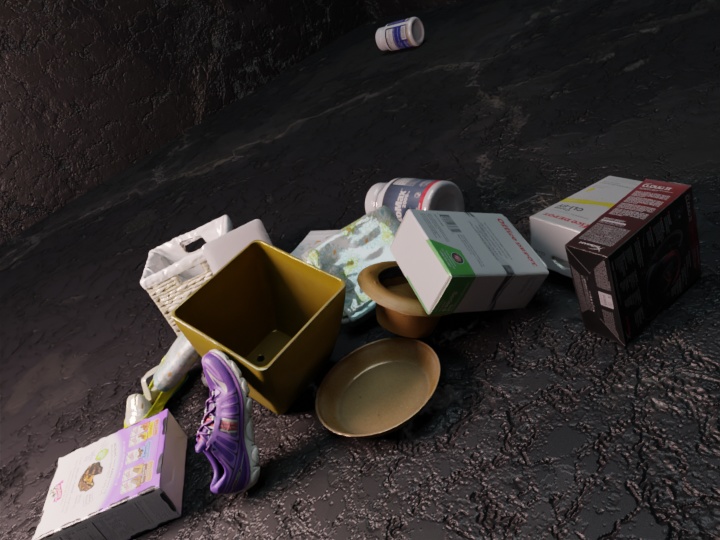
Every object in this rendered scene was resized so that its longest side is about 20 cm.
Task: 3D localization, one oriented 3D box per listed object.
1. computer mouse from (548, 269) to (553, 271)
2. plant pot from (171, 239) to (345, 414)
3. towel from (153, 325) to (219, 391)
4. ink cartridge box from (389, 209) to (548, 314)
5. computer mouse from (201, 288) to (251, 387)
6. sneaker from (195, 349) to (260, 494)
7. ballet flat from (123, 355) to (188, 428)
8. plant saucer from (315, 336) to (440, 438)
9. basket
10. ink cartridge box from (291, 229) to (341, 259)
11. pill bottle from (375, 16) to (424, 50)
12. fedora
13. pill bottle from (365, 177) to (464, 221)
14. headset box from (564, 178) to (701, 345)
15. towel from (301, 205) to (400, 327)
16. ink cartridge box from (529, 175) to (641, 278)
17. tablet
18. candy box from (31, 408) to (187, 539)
[{"bbox_3d":[0.237,-0.010,1.075,0.197,0.058,0.035,9,82,39],"label":"computer mouse"},{"bbox_3d":[-0.147,0.106,0.994,0.198,0.179,0.200,24,50,28],"label":"plant pot"},{"bbox_3d":[-0.295,0.104,1.127,0.172,0.048,0.201,-51,16,24],"label":"towel"},{"bbox_3d":[0.167,-0.015,0.953,0.197,0.085,0.147,0,44,-31],"label":"ink cartridge box"},{"bbox_3d":[-0.212,0.124,1.101,0.043,0.109,0.203,26,89,32],"label":"computer mouse"},{"bbox_3d":[-0.195,0.213,0.865,0.082,0.204,0.080,-9,-3,-33],"label":"sneaker"},{"bbox_3d":[-0.379,0.231,1.109,0.066,0.068,0.201,-11,32,27],"label":"ballet flat"},{"bbox_3d":[0.029,0.179,0.922,0.197,0.036,0.201,-18,29,10],"label":"plant saucer"},{"bbox_3d":[-0.336,0.011,1.324,0.195,0.163,0.200,-25,25,-1],"label":"basket"},{"bbox_3d":[-0.074,-0.020,1.315,0.197,0.044,0.174,1,37,38],"label":"ink cartridge box"},{"bbox_3d":[0.167,-1.010,2.659,0.197,0.117,0.116,6,40,41],"label":"pill bottle"},{"bbox_3d":[0.081,0.052,1.000,0.196,0.083,0.201,10,22,-4],"label":"fedora"},{"bbox_3d":[0.105,-0.129,1.279,0.119,0.121,0.198,-41,32,-28],"label":"pill bottle"},{"bbox_3d":[0.390,-0.020,0.861,0.199,0.150,0.075,-36,30,-18],"label":"headset box"},{"bbox_3d":[0.013,-0.011,1.130,0.198,0.048,0.172,-30,66,-12],"label":"towel"},{"bbox_3d":[0.387,-0.069,0.977,0.198,0.085,0.145,-26,29,-23],"label":"ink cartridge box"},{"bbox_3d":[-0.212,0.017,1.209,0.128,0.203,0.014,-25,4,-3],"label":"tablet"},{"bbox_3d":[-0.372,0.327,0.944,0.197,0.072,0.168,-24,30,0],"label":"candy box"}]
